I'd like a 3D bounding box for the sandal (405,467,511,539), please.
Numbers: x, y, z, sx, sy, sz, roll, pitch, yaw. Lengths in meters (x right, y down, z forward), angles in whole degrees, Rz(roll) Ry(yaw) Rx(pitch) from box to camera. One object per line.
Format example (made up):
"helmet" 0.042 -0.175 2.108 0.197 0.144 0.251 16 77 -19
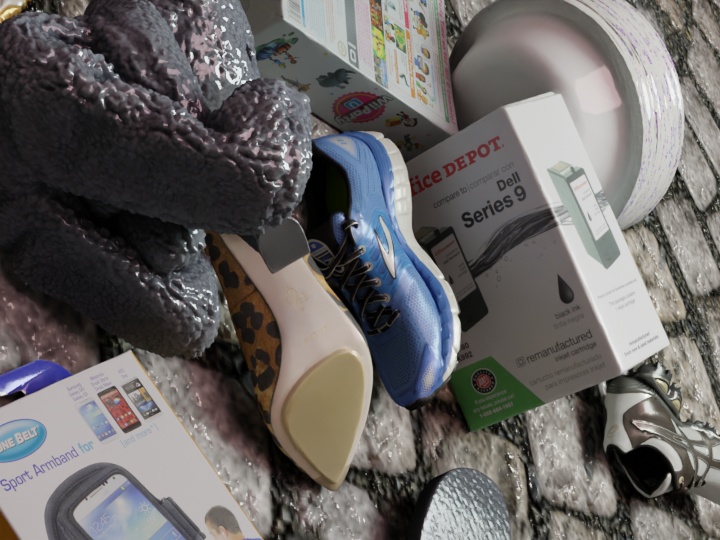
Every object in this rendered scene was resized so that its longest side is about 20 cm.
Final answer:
"sandal" 0.043 0.209 0.888 0.076 0.043 0.202 41 48 -21

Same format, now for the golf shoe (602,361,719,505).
"golf shoe" 0.265 0.165 1.216 0.200 0.077 0.095 42 56 -29

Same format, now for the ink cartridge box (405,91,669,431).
"ink cartridge box" 0.111 -0.006 1.022 0.084 0.145 0.202 -19 84 -50

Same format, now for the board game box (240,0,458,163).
"board game box" -0.014 -0.185 1.041 0.199 0.064 0.149 28 49 -42

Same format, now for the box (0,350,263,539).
"box" -0.114 0.124 0.660 0.201 0.041 0.119 54 38 10

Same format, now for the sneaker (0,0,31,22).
"sneaker" -0.200 -0.191 0.765 0.088 0.075 0.201 46 34 -18

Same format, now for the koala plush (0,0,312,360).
"koala plush" -0.114 -0.098 0.746 0.182 0.178 0.202 27 46 -11

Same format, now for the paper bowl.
"paper bowl" 0.143 -0.115 1.095 0.104 0.200 0.203 -19 84 -43

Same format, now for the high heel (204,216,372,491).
"high heel" -0.052 0.027 0.863 0.143 0.071 0.202 44 -30 56

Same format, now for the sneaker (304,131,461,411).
"sneaker" 0.000 0.000 0.941 0.088 0.078 0.202 -1 63 -44
